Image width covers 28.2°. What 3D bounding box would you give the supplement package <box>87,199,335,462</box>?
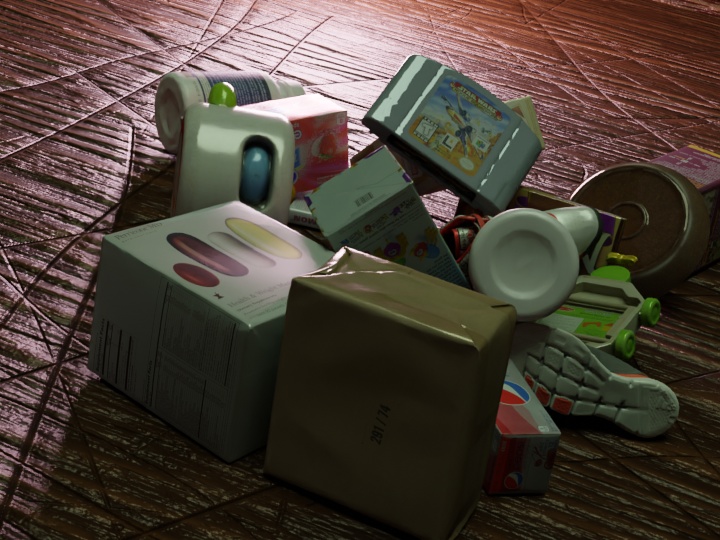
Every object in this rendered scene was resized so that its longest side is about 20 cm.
[{"bbox_3d":[-0.123,0.050,1.381,0.199,0.149,0.190,27,29,31],"label":"supplement package"}]

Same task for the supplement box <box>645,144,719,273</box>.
[{"bbox_3d":[0.427,-0.076,1.907,0.102,0.132,0.199,25,27,31],"label":"supplement box"}]

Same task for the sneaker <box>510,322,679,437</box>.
[{"bbox_3d":[0.230,0.111,1.483,0.198,0.078,0.082,28,9,-10],"label":"sneaker"}]

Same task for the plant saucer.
[{"bbox_3d":[0.330,-0.055,1.775,0.199,0.201,0.035,27,-14,33],"label":"plant saucer"}]

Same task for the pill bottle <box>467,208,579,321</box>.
[{"bbox_3d":[0.168,-0.005,1.510,0.111,0.115,0.200,12,0,3],"label":"pill bottle"}]

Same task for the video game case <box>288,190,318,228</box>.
[{"bbox_3d":[-0.025,-0.095,1.890,0.180,0.023,0.200,12,23,3],"label":"video game case"}]

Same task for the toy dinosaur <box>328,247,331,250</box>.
[{"bbox_3d":[0.000,0.000,1.667,0.087,0.048,0.201,22,22,-12],"label":"toy dinosaur"}]

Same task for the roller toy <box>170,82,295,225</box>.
[{"bbox_3d":[-0.143,-0.092,1.641,0.138,0.202,0.183,7,35,-10],"label":"roller toy"}]

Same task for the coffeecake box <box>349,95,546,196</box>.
[{"bbox_3d":[0.107,-0.147,1.804,0.198,0.074,0.153,-15,-5,-24],"label":"coffeecake box"}]

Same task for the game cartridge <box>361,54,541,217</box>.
[{"bbox_3d":[0.114,-0.166,1.701,0.199,0.042,0.134,35,65,0],"label":"game cartridge"}]

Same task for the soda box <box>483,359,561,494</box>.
[{"bbox_3d":[0.126,0.133,1.399,0.063,0.071,0.200,1,26,-17],"label":"soda box"}]

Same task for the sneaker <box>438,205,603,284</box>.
[{"bbox_3d":[0.174,-0.034,1.649,0.199,0.068,0.108,-19,-24,20],"label":"sneaker"}]

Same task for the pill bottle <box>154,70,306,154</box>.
[{"bbox_3d":[-0.176,-0.220,1.988,0.198,0.112,0.111,-6,29,-32],"label":"pill bottle"}]

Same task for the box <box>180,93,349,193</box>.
[{"bbox_3d":[-0.121,-0.153,1.830,0.198,0.104,0.095,-12,25,-24],"label":"box"}]

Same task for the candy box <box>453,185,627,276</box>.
[{"bbox_3d":[0.210,-0.036,1.734,0.198,0.118,0.056,19,7,17],"label":"candy box"}]

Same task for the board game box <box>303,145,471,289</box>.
[{"bbox_3d":[0.040,-0.007,1.486,0.104,0.201,0.103,-31,30,0],"label":"board game box"}]

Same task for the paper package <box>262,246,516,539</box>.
[{"bbox_3d":[0.024,0.108,1.255,0.189,0.202,0.103,19,25,20],"label":"paper package"}]

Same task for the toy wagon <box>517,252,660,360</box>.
[{"bbox_3d":[0.258,0.045,1.610,0.154,0.040,0.200,10,35,34],"label":"toy wagon"}]
